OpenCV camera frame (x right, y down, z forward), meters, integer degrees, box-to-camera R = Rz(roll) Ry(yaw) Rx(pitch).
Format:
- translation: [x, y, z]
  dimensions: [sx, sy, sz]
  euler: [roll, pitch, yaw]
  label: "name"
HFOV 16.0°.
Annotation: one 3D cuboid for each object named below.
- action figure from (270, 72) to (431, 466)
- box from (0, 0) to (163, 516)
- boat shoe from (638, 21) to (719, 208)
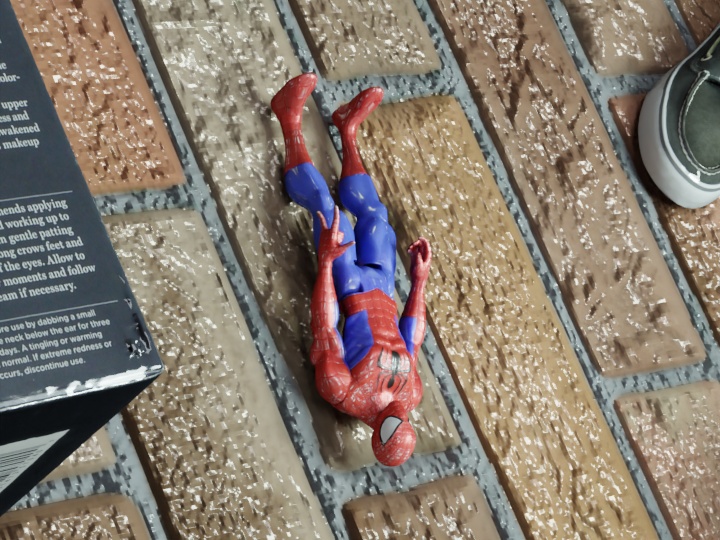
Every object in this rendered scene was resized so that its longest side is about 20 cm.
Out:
- translation: [0.000, 0.000, 1.220]
  dimensions: [0.065, 0.052, 0.201]
  euler: [12, 58, -38]
  label: "action figure"
- translation: [-0.185, -0.008, 0.998]
  dimensions: [0.104, 0.148, 0.201]
  euler: [-11, 68, -42]
  label: "box"
- translation: [0.217, -0.110, 1.462]
  dimensions: [0.069, 0.057, 0.200]
  euler: [44, 43, -7]
  label: "boat shoe"
